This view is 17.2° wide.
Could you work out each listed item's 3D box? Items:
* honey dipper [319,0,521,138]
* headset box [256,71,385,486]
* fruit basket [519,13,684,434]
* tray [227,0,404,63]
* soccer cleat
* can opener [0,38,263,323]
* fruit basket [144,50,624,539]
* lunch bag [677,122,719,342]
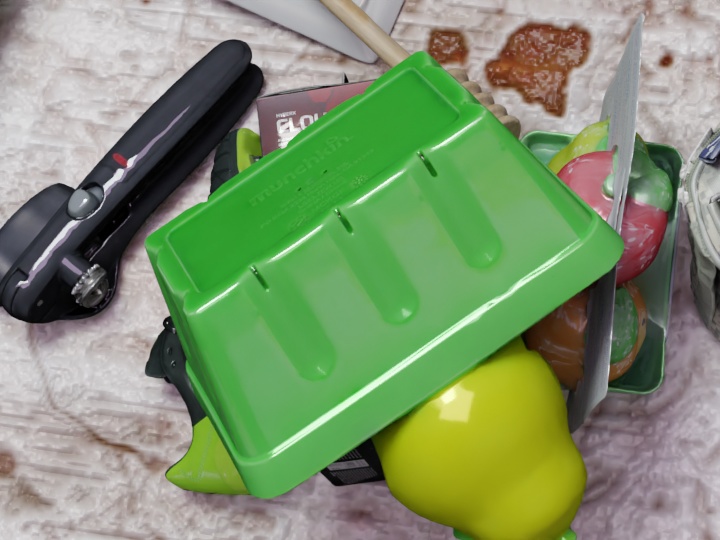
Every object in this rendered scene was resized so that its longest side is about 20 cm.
[{"bbox_3d":[0.006,-0.125,1.268,0.038,0.038,0.200,-44,63,-3],"label":"honey dipper"},{"bbox_3d":[0.000,0.000,1.229,0.075,0.149,0.201,-8,75,6],"label":"headset box"},{"bbox_3d":[0.126,-0.011,1.188,0.093,0.200,0.186,8,77,-5],"label":"fruit basket"},{"bbox_3d":[-0.061,-0.204,1.330,0.199,0.022,0.108,24,82,0],"label":"tray"},{"bbox_3d":[-0.076,0.022,1.282,0.081,0.067,0.201,-7,76,20],"label":"soccer cleat"},{"bbox_3d":[-0.128,-0.050,1.304,0.079,0.063,0.200,43,87,16],"label":"can opener"},{"bbox_3d":[0.027,0.035,1.091,0.215,0.156,0.216,-7,115,-16],"label":"fruit basket"},{"bbox_3d":[0.241,-0.030,1.173,0.167,0.200,0.140,-25,74,1],"label":"lunch bag"}]
